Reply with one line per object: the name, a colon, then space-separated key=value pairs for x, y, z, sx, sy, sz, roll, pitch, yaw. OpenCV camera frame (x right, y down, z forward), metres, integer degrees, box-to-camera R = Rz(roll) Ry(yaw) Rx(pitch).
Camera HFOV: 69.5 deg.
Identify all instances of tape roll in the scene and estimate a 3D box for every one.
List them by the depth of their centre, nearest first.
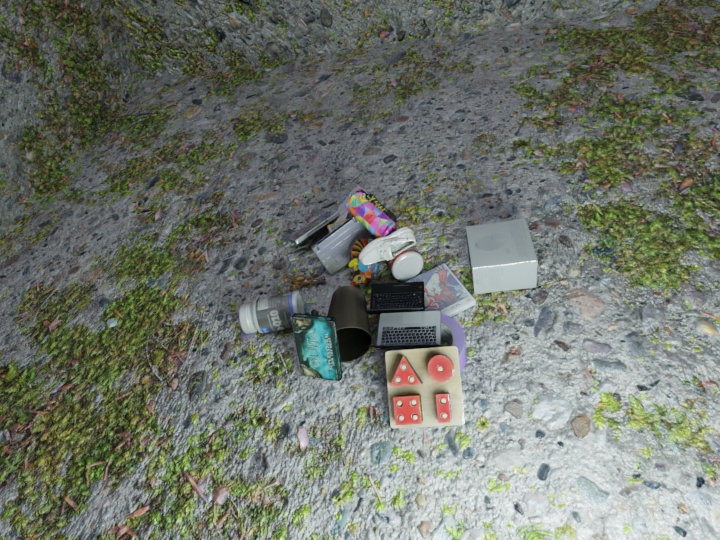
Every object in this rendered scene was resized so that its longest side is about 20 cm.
tape roll: x=0.204 y=0.226 z=1.491 sx=0.195 sy=0.086 sz=0.202 roll=-8 pitch=44 yaw=8

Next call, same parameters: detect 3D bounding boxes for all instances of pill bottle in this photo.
pill bottle: x=-0.289 y=0.142 z=1.704 sx=0.196 sy=0.115 sz=0.115 roll=-12 pitch=43 yaw=6
pill bottle: x=0.128 y=-0.069 z=1.785 sx=0.114 sy=0.117 sz=0.201 roll=-22 pitch=43 yaw=-6

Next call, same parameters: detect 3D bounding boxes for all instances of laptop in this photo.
laptop: x=0.126 y=0.159 z=1.437 sx=0.183 sy=0.117 sz=0.202 roll=-3 pitch=45 yaw=13
laptop: x=0.109 y=0.078 z=1.591 sx=0.173 sy=0.105 sz=0.202 roll=-2 pitch=44 yaw=8

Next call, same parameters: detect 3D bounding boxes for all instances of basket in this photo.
basket: x=-0.040 y=0.156 z=1.601 sx=0.179 sy=0.136 sz=0.202 roll=-30 pitch=33 yaw=26

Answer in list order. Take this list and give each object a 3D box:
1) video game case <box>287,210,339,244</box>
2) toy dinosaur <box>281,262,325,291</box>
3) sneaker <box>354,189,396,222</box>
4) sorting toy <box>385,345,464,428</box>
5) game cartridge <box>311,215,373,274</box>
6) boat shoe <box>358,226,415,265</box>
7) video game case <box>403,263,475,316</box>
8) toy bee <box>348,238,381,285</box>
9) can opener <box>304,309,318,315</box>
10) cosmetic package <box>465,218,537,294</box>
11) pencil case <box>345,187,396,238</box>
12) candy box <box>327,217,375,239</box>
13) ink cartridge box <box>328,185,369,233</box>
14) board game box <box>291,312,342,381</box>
video game case: x=-0.181 y=-0.167 z=1.990 sx=0.198 sy=0.018 sz=0.143 roll=-35 pitch=16 yaw=-12
toy dinosaur: x=-0.219 y=0.035 z=1.844 sx=0.196 sy=0.062 sz=0.106 roll=12 pitch=26 yaw=20
sneaker: x=0.042 y=-0.215 z=1.810 sx=0.198 sy=0.085 sz=0.074 roll=32 pitch=63 yaw=34
sorting toy: x=0.165 y=0.306 z=1.358 sx=0.195 sy=0.070 sz=0.204 roll=-6 pitch=81 yaw=11
game cartridge: x=-0.061 y=-0.090 z=1.831 sx=0.198 sy=0.130 sz=0.038 roll=-36 pitch=32 yaw=-1
boat shoe: x=0.087 y=-0.068 z=1.675 sx=0.197 sy=0.071 sz=0.070 roll=-30 pitch=46 yaw=8
video game case: x=0.243 y=0.077 z=1.671 sx=0.179 sy=0.023 sz=0.201 roll=-25 pitch=44 yaw=-8
toy bee: x=0.000 y=0.000 z=1.763 sx=0.107 sy=0.130 sz=0.203 roll=-26 pitch=50 yaw=25
can opener: x=-0.148 y=0.210 z=1.647 sx=0.052 sy=0.068 sz=0.201 roll=-23 pitch=32 yaw=9
cosmetic package: x=0.447 y=-0.046 z=1.659 sx=0.195 sy=0.124 sz=0.202 roll=-7 pitch=44 yaw=11
pencil case: x=0.034 y=-0.182 z=1.740 sx=0.088 sy=0.089 sz=0.200 roll=-38 pitch=72 yaw=-22
candy box: x=-0.012 y=-0.137 z=1.892 sx=0.196 sy=0.118 sz=0.057 roll=-20 pitch=47 yaw=-3
ink cartridge box: x=-0.041 y=-0.216 z=1.980 sx=0.115 sy=0.067 sz=0.202 roll=-34 pitch=28 yaw=43
board game box: x=-0.126 y=0.224 z=1.513 sx=0.132 sy=0.204 sz=0.028 roll=4 pitch=25 yaw=21
